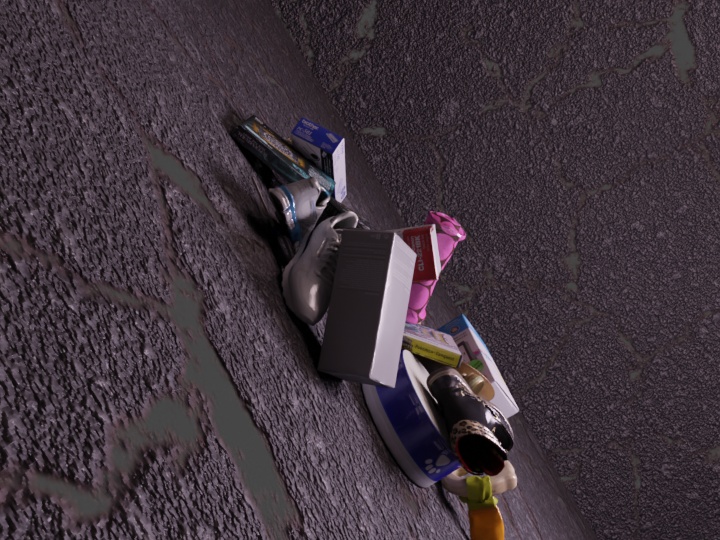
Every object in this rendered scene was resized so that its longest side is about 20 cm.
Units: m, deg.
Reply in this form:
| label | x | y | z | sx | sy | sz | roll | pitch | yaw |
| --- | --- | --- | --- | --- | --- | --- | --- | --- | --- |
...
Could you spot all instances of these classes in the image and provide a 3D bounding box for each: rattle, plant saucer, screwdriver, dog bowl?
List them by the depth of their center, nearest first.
| label | x | y | z | sx | sy | sz | roll | pitch | yaw |
| --- | --- | --- | --- | --- | --- | --- | --- | --- | --- |
| screwdriver | -0.140 | -0.075 | 1.148 | 0.201 | 0.029 | 0.028 | 58 | 8 | 34 |
| dog bowl | 0.086 | 0.229 | 1.171 | 0.201 | 0.078 | 0.200 | 56 | 10 | -15 |
| rattle | 0.193 | 0.377 | 1.299 | 0.200 | 0.129 | 0.144 | 11 | -54 | 67 |
| plant saucer | 0.152 | 0.211 | 1.404 | 0.200 | 0.198 | 0.036 | 50 | 56 | -40 |

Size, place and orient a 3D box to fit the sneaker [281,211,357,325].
| label | x | y | z | sx | sy | sz | roll | pitch | yaw |
| --- | --- | --- | --- | --- | --- | --- | --- | --- | --- |
| sneaker | -0.052 | -0.009 | 1.069 | 0.076 | 0.080 | 0.201 | 42 | 37 | -27 |

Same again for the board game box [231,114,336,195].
| label | x | y | z | sx | sy | sz | roll | pitch | yaw |
| --- | --- | --- | --- | --- | --- | --- | --- | --- | --- |
| board game box | -0.132 | -0.196 | 1.337 | 0.199 | 0.028 | 0.135 | 39 | 16 | -9 |

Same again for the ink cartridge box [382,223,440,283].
| label | x | y | z | sx | sy | sz | roll | pitch | yaw |
| --- | --- | --- | --- | --- | --- | --- | --- | --- | --- |
| ink cartridge box | 0.027 | -0.019 | 1.230 | 0.144 | 0.197 | 0.085 | -39 | 120 | -80 |

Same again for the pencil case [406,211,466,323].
| label | x | y | z | sx | sy | sz | roll | pitch | yaw |
| --- | --- | --- | --- | --- | --- | --- | --- | --- | --- |
| pencil case | 0.120 | -0.007 | 1.352 | 0.093 | 0.201 | 0.091 | -2 | 37 | -46 |

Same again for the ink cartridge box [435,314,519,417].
| label | x | y | z | sx | sy | sz | roll | pitch | yaw |
| --- | --- | --- | --- | --- | --- | --- | --- | --- | --- |
| ink cartridge box | 0.225 | 0.237 | 1.645 | 0.146 | 0.146 | 0.201 | 50 | 12 | -42 |

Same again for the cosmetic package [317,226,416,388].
| label | x | y | z | sx | sy | sz | roll | pitch | yaw |
| --- | --- | --- | --- | --- | --- | --- | --- | --- | --- |
| cosmetic package | 0.012 | 0.054 | 1.033 | 0.107 | 0.089 | 0.203 | 41 | 60 | -63 |

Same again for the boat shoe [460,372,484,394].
| label | x | y | z | sx | sy | sz | roll | pitch | yaw |
| --- | --- | --- | --- | --- | --- | --- | --- | --- | --- |
| boat shoe | 0.150 | 0.222 | 1.315 | 0.063 | 0.073 | 0.201 | 52 | -30 | 15 |

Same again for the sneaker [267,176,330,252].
| label | x | y | z | sx | sy | sz | roll | pitch | yaw |
| --- | --- | --- | --- | --- | --- | --- | --- | --- | --- |
| sneaker | -0.085 | -0.089 | 1.159 | 0.075 | 0.086 | 0.200 | 59 | -9 | 9 |

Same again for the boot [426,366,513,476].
| label | x | y | z | sx | sy | sz | roll | pitch | yaw |
| --- | --- | --- | --- | --- | --- | --- | --- | --- | --- |
| boot | 0.182 | 0.251 | 1.135 | 0.200 | 0.073 | 0.151 | 49 | 12 | -27 |

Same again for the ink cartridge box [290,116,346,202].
| label | x | y | z | sx | sy | sz | roll | pitch | yaw |
| --- | --- | --- | --- | --- | --- | --- | --- | --- | --- |
| ink cartridge box | -0.078 | -0.203 | 1.446 | 0.093 | 0.044 | 0.200 | 29 | -21 | 12 |

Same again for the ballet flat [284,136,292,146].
| label | x | y | z | sx | sy | sz | roll | pitch | yaw |
| --- | --- | --- | --- | --- | --- | --- | --- | --- | --- |
| ballet flat | -0.132 | -0.245 | 1.524 | 0.068 | 0.075 | 0.200 | 48 | 11 | -7 |

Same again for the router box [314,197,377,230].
| label | x | y | z | sx | sy | sz | roll | pitch | yaw |
| --- | --- | --- | --- | --- | --- | --- | --- | --- | --- |
| router box | -0.011 | -0.068 | 1.467 | 0.150 | 0.062 | 0.200 | 42 | 8 | 28 |

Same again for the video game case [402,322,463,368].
| label | x | y | z | sx | sy | sz | roll | pitch | yaw |
| --- | --- | --- | --- | --- | --- | --- | --- | --- | --- |
| video game case | 0.082 | 0.110 | 1.311 | 0.179 | 0.026 | 0.200 | 19 | 6 | 0 |
